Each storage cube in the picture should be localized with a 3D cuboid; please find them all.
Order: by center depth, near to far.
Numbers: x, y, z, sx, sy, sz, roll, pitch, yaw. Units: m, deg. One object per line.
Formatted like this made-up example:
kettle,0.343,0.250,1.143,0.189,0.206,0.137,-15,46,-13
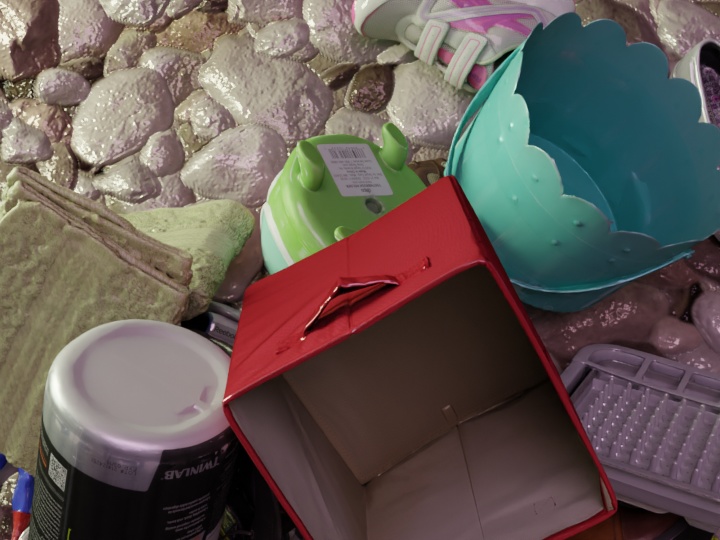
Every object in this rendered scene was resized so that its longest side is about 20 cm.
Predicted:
storage cube,0.033,0.072,0.712,0.169,0.180,0.202,-29,107,8

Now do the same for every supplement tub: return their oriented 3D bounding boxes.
supplement tub,-0.145,0.143,0.720,0.120,0.202,0.123,12,32,-8

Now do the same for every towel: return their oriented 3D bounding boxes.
towel,-0.208,0.046,0.781,0.147,0.037,0.202,30,107,1
towel,-0.188,-0.004,0.865,0.196,0.037,0.149,-4,29,15

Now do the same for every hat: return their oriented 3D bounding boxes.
hat,-0.076,0.137,0.799,0.080,0.201,0.203,-8,68,-33

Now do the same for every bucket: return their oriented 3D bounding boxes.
bucket,0.169,-0.076,0.888,0.204,0.135,0.210,14,55,-21

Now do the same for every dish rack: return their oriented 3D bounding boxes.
dish rack,0.218,0.121,0.834,0.169,0.199,0.044,17,112,22

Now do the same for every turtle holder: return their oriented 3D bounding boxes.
turtle holder,0.003,-0.007,0.867,0.185,0.132,0.141,42,42,4

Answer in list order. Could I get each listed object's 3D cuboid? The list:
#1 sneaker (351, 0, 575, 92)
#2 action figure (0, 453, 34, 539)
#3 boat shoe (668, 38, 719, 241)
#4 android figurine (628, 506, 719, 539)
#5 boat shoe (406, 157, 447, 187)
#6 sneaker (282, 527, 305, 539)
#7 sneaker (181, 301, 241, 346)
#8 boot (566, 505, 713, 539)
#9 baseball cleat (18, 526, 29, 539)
sneaker,0.089,-0.204,0.990,0.196,0.082,0.090,5,68,0
action figure,-0.259,0.112,0.854,0.064,0.099,0.203,9,68,-1
boat shoe,0.321,-0.103,0.972,0.071,0.069,0.203,-8,71,-6
android figurine,0.214,0.262,0.853,0.180,0.041,0.202,23,72,5
boat shoe,0.090,-0.008,0.926,0.074,0.075,0.204,-23,73,-17
sneaker,0.007,0.213,0.853,0.198,0.078,0.080,28,38,14
sneaker,-0.088,0.068,0.881,0.196,0.087,0.076,14,68,1
boot,0.148,0.166,0.859,0.187,0.069,0.200,-34,47,-17
baseball cleat,-0.208,0.249,0.801,0.105,0.070,0.202,17,47,-18
